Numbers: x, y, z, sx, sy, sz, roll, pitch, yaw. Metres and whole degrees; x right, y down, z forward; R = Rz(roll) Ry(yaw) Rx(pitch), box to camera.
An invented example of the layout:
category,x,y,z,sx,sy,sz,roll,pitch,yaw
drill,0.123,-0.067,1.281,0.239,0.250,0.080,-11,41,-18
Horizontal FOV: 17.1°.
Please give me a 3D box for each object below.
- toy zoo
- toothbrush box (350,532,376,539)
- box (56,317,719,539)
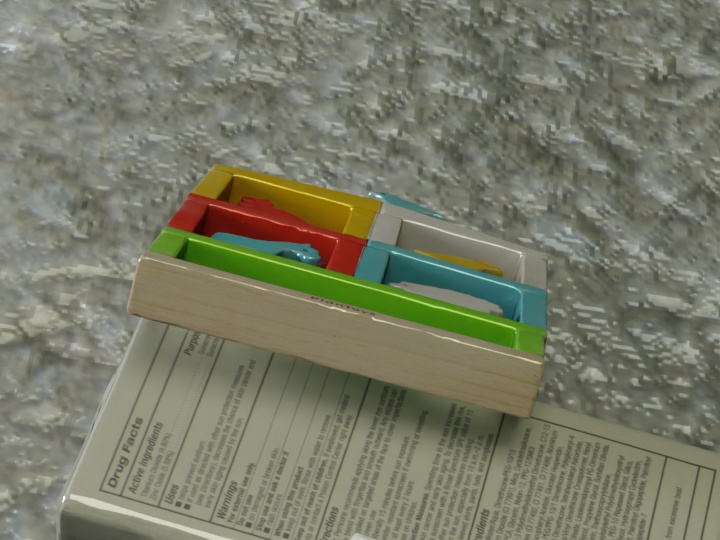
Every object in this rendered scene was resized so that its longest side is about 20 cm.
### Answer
category,x,y,z,sx,sy,sz,roll,pitch,yaw
toy zoo,0.000,0.000,0.829,0.131,0.020,0.200,15,13,1
toothbrush box,0.063,0.177,0.649,0.200,0.085,0.147,21,83,9
box,0.010,0.088,0.769,0.200,0.078,0.095,17,51,6
